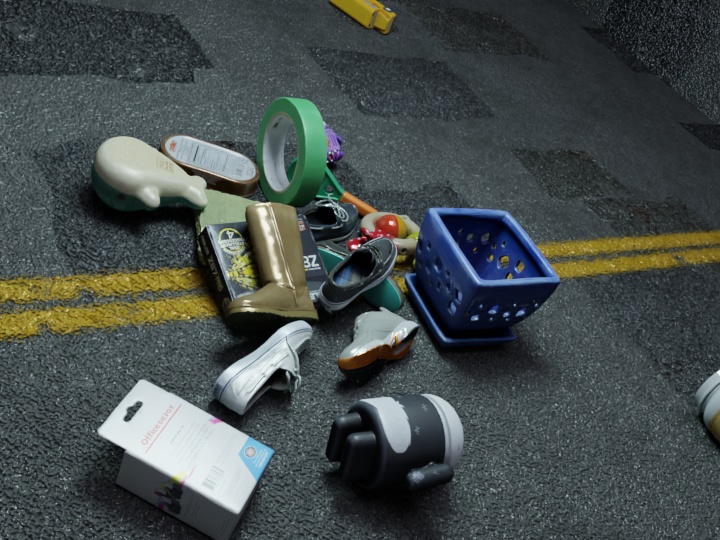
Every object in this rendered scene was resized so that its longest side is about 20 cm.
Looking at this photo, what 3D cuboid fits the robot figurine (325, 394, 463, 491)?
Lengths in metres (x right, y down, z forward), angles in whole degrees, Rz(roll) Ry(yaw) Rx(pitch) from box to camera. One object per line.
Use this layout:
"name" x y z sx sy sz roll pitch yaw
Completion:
"robot figurine" 0.051 0.241 1.190 0.197 0.125 0.153 0 66 -33

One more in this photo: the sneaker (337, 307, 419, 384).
"sneaker" 0.010 0.116 1.378 0.091 0.077 0.199 33 27 23

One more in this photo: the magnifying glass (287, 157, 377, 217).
"magnifying glass" -0.055 -0.159 1.686 0.198 0.080 0.023 31 29 -11

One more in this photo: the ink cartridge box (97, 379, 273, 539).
"ink cartridge box" -0.224 0.236 1.065 0.198 0.068 0.115 29 35 3

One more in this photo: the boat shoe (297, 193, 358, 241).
"boat shoe" -0.064 -0.097 1.600 0.075 0.062 0.199 40 37 23

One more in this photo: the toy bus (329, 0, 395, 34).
"toy bus" 0.007 -0.776 2.512 0.199 0.066 0.078 40 38 19

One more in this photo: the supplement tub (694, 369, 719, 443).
"supplement tub" 0.720 0.280 1.541 0.143 0.146 0.201 -2 43 -33

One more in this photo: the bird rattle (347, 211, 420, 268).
"bird rattle" 0.060 -0.058 1.633 0.197 0.114 0.164 -7 33 -20

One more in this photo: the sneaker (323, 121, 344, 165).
"sneaker" -0.076 -0.250 1.778 0.083 0.081 0.201 28 34 -7

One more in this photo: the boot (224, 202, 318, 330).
"boot" -0.153 -0.010 1.326 0.174 0.066 0.203 9 59 -46

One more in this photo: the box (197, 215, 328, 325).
"box" -0.152 -0.004 1.396 0.198 0.049 0.163 -7 70 -39

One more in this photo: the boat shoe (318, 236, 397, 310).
"boat shoe" 0.003 -0.010 1.427 0.070 0.067 0.199 43 49 13

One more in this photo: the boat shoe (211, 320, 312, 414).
"boat shoe" -0.119 0.148 1.240 0.086 0.075 0.201 37 39 17

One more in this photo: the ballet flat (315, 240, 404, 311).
"ballet flat" 0.000 0.000 1.516 0.198 0.069 0.068 32 27 8

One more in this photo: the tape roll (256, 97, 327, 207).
"tape roll" -0.132 -0.220 1.592 0.047 0.202 0.202 -2 43 -32

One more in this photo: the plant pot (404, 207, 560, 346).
"plant pot" 0.202 0.021 1.515 0.197 0.181 0.201 0 41 -32

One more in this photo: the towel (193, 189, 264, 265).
"towel" -0.221 -0.069 1.488 0.146 0.037 0.202 10 37 -24

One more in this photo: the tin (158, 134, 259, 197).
"tin" -0.287 -0.201 1.615 0.197 0.042 0.113 17 32 -12

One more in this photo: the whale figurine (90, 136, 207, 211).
"whale figurine" -0.361 -0.144 1.446 0.197 0.104 0.160 17 35 -29
